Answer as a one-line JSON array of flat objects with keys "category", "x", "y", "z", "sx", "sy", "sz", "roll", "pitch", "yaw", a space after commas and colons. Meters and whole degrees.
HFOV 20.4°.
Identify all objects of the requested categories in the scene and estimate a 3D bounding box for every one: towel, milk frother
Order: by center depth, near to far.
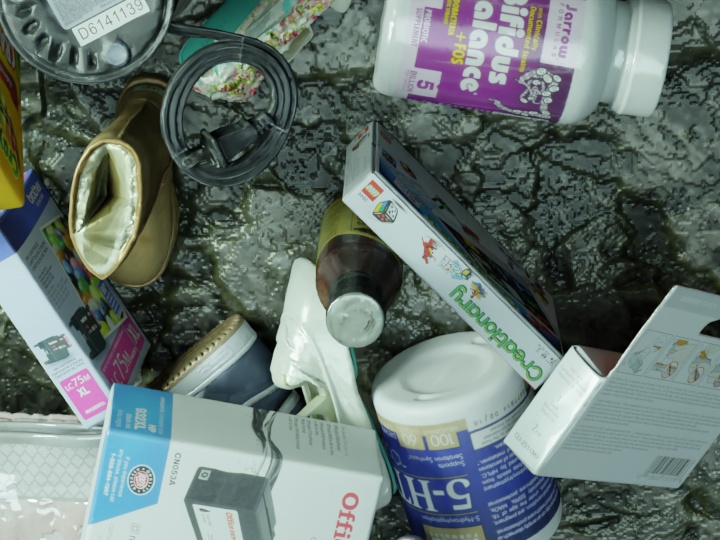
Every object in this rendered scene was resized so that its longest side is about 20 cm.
[{"category": "milk frother", "x": -0.135, "y": -0.167, "z": 1.367, "sx": 0.179, "sy": 0.188, "sz": 0.201, "roll": -9, "pitch": 107, "yaw": 6}, {"category": "towel", "x": -0.224, "y": 0.199, "z": 1.509, "sx": 0.199, "sy": 0.032, "sz": 0.192, "roll": 1, "pitch": 110, "yaw": 5}]

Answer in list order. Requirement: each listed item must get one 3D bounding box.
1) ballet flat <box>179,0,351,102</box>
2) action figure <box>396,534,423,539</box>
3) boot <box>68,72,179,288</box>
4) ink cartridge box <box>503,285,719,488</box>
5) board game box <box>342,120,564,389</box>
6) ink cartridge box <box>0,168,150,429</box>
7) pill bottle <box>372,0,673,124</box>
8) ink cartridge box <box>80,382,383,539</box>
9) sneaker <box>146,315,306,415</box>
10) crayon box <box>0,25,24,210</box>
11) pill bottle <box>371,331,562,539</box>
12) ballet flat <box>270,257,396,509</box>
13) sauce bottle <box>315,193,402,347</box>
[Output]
[{"category": "ballet flat", "x": -0.047, "y": -0.195, "z": 1.435, "sx": 0.200, "sy": 0.076, "sz": 0.064, "roll": -40, "pitch": 136, "yaw": 19}, {"category": "action figure", "x": 0.055, "y": 0.285, "z": 1.466, "sx": 0.149, "sy": 0.134, "sz": 0.200, "roll": 40, "pitch": 149, "yaw": -9}, {"category": "boot", "x": -0.171, "y": -0.039, "z": 1.417, "sx": 0.066, "sy": 0.200, "sz": 0.176, "roll": 4, "pitch": 111, "yaw": 0}, {"category": "ink cartridge box", "x": 0.219, "y": 0.079, "z": 1.471, "sx": 0.199, "sy": 0.044, "sz": 0.174, "roll": 12, "pitch": 118, "yaw": -49}, {"category": "board game box", "x": 0.068, "y": -0.014, "z": 1.459, "sx": 0.035, "sy": 0.126, "sz": 0.200, "roll": -42, "pitch": 104, "yaw": 15}, {"category": "ink cartridge box", "x": -0.231, "y": 0.007, "z": 1.479, "sx": 0.042, "sy": 0.119, "sz": 0.200, "roll": -30, "pitch": 107, "yaw": 15}, {"category": "pill bottle", "x": 0.114, "y": -0.164, "z": 1.409, "sx": 0.199, "sy": 0.112, "sz": 0.113, "roll": 8, "pitch": 111, "yaw": -1}, {"category": "ink cartridge box", "x": -0.095, "y": 0.177, "z": 1.438, "sx": 0.199, "sy": 0.084, "sz": 0.146, "roll": 11, "pitch": 109, "yaw": -8}, {"category": "sneaker", "x": -0.133, "y": 0.136, "z": 1.545, "sx": 0.200, "sy": 0.070, "sz": 0.109, "roll": -40, "pitch": 103, "yaw": 12}, {"category": "crayon box", "x": -0.271, "y": -0.127, "z": 1.372, "sx": 0.050, "sy": 0.127, "sz": 0.201, "roll": -8, "pitch": 66, "yaw": 4}, {"category": "pill bottle", "x": 0.088, "y": 0.160, "z": 1.526, "sx": 0.119, "sy": 0.120, "sz": 0.201, "roll": -14, "pitch": 113, "yaw": 7}, {"category": "ballet flat", "x": -0.030, "y": 0.093, "z": 1.491, "sx": 0.069, "sy": 0.069, "sz": 0.201, "roll": -16, "pitch": 101, "yaw": 8}, {"category": "sauce bottle", "x": 0.000, "y": 0.000, "z": 1.427, "sx": 0.066, "sy": 0.200, "sz": 0.066, "roll": 0, "pitch": 112, "yaw": 0}]
